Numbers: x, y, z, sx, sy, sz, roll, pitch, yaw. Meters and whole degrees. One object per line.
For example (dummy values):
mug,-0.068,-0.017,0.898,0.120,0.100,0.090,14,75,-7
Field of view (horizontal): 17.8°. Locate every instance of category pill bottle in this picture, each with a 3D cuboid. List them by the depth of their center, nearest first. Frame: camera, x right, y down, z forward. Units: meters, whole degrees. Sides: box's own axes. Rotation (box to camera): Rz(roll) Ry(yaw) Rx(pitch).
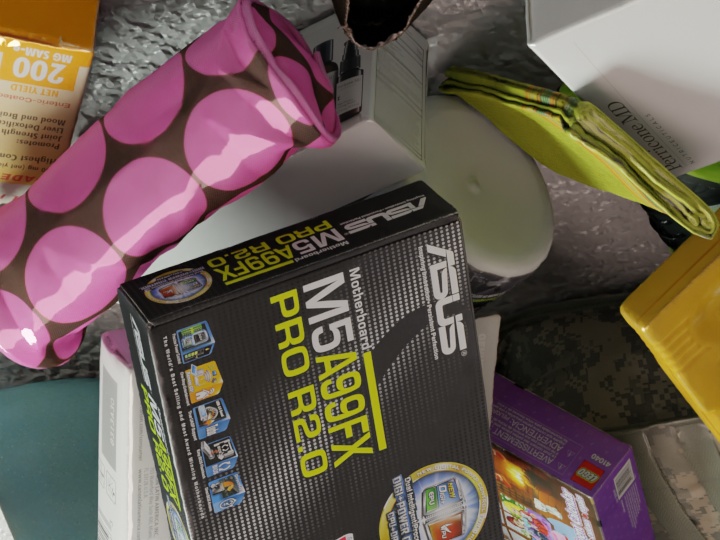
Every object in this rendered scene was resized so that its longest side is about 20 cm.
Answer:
pill bottle,0.000,0.000,1.208,0.106,0.107,0.200,25,138,-29

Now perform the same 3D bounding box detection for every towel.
towel,0.097,-0.057,1.072,0.086,0.200,0.018,40,88,-18

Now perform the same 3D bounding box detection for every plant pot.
plant pot,-0.139,0.144,1.374,0.134,0.200,0.200,-24,145,-9

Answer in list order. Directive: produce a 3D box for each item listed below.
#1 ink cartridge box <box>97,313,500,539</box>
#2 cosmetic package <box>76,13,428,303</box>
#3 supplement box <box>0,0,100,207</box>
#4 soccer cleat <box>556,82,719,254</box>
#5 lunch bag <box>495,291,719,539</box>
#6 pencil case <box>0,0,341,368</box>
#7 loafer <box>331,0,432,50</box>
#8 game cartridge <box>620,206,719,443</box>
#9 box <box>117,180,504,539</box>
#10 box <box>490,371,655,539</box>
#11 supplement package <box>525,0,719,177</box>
ink cartridge box,-0.033,0.096,1.159,0.199,0.050,0.162,-9,118,-25
cosmetic package,-0.060,-0.059,1.151,0.199,0.083,0.051,-23,135,30
supplement box,-0.203,-0.082,1.130,0.125,0.074,0.200,9,144,-11
soccer cleat,0.170,-0.039,1.175,0.199,0.068,0.081,21,126,-29
lunch bag,0.158,0.098,1.332,0.199,0.118,0.164,-12,138,24
pencil case,-0.096,-0.041,1.074,0.200,0.091,0.094,-36,156,20
loafer,0.033,-0.168,1.000,0.073,0.072,0.200,8,145,-9
game cartridge,0.240,0.018,1.181,0.176,0.032,0.200,-44,135,-1
box,-0.019,0.074,1.100,0.160,0.044,0.201,-18,121,-17
box,0.097,0.131,1.269,0.137,0.039,0.200,28,156,31
supplement package,0.184,-0.143,0.985,0.199,0.120,0.121,-21,140,29
